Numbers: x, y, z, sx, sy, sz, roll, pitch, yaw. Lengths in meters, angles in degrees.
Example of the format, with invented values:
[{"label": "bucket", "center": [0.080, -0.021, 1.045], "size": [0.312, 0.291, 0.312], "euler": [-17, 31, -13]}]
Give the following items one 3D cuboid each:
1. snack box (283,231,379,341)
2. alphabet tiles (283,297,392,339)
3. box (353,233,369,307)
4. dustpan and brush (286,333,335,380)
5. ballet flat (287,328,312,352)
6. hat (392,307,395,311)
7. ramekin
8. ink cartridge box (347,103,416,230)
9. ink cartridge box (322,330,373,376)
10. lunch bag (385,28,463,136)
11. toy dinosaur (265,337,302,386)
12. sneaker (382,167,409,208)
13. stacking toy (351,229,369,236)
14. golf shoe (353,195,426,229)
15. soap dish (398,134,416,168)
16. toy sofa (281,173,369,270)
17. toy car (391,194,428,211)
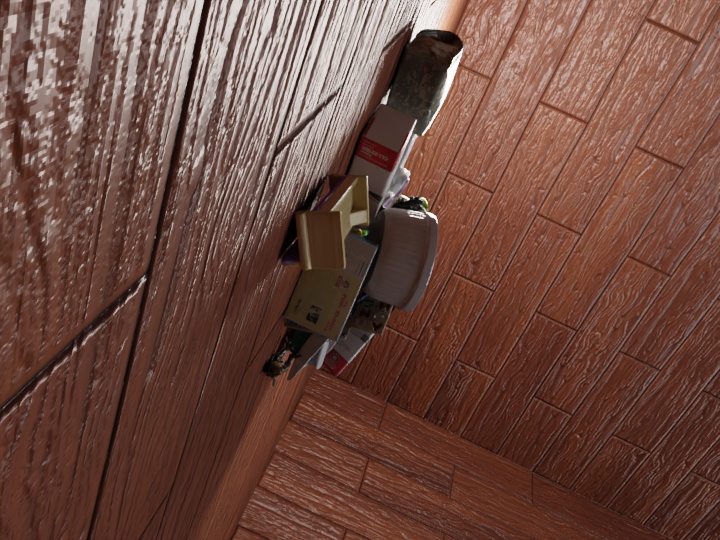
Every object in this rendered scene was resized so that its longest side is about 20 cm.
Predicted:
[{"label": "snack box", "center": [-0.056, 0.021, 1.321], "size": [0.037, 0.115, 0.203], "euler": [-57, 171, -77]}, {"label": "alphabet tiles", "center": [-0.038, 0.081, 1.436], "size": [0.168, 0.197, 0.008], "euler": [-64, 160, -51]}, {"label": "box", "center": [0.000, 0.000, 1.478], "size": [0.199, 0.121, 0.033], "euler": [-30, 161, -35]}, {"label": "dustpan and brush", "center": [-0.082, 0.161, 1.544], "size": [0.139, 0.057, 0.202], "euler": [-31, 148, -52]}, {"label": "ballet flat", "center": [-0.113, 0.093, 1.573], "size": [0.203, 0.067, 0.072], "euler": [-66, -162, 13]}, {"label": "hat", "center": [-0.006, 0.071, 1.583], "size": [0.082, 0.198, 0.202], "euler": [-78, -171, -51]}, {"label": "ramekin", "center": [0.071, -0.028, 1.382], "size": [0.200, 0.103, 0.204], "euler": [-166, -90, -78]}, {"label": "ink cartridge box", "center": [0.028, -0.204, 1.387], "size": [0.145, 0.083, 0.202], "euler": [-65, 178, -49]}, {"label": "ink cartridge box", "center": [-0.045, 0.138, 1.719], "size": [0.200, 0.144, 0.084], "euler": [-47, 176, -8]}, {"label": "lunch bag", "center": [0.139, -0.412, 1.486], "size": [0.201, 0.116, 0.166], "euler": [-56, 170, -52]}, {"label": "toy dinosaur", "center": [-0.168, 0.196, 1.472], "size": [0.088, 0.047, 0.200], "euler": [-51, 175, -14]}, {"label": "sneaker", "center": [0.050, -0.203, 1.614], "size": [0.075, 0.099, 0.200], "euler": [-53, 178, 39]}, {"label": "stacking toy", "center": [-0.015, -0.088, 1.584], "size": [0.200, 0.085, 0.086], "euler": [-40, 159, -49]}, {"label": "golf shoe", "center": [0.047, -0.098, 1.502], "size": [0.078, 0.196, 0.096], "euler": [-71, 152, -50]}, {"label": "soap dish", "center": [0.077, -0.294, 1.760], "size": [0.157, 0.080, 0.203], "euler": [-60, 173, -77]}, {"label": "toy sofa", "center": [-0.051, -0.077, 1.025], "size": [0.200, 0.096, 0.084], "euler": [-62, 152, -64]}, {"label": "toy car", "center": [0.065, -0.141, 1.873], "size": [0.200, 0.162, 0.161], "euler": [-141, -130, -62]}]
